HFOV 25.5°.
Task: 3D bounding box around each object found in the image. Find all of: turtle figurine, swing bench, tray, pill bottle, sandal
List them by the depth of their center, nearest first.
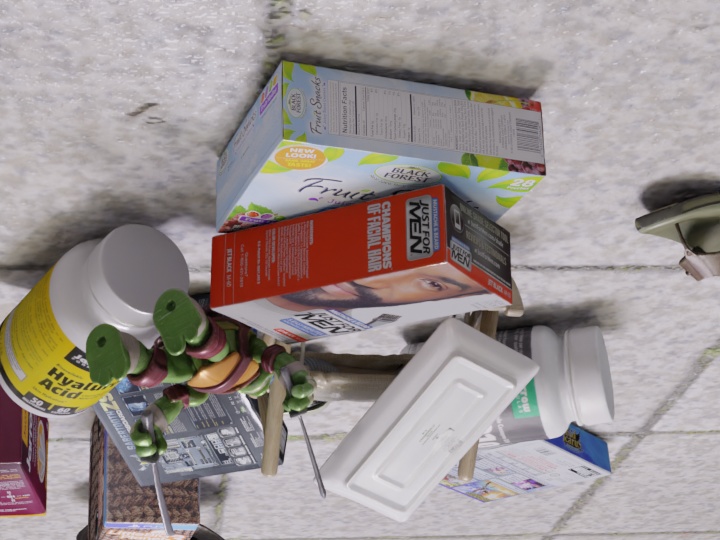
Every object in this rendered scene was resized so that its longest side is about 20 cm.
[{"bbox_3d":[-0.115,0.105,1.237,0.143,0.201,0.194,7,164,31],"label":"turtle figurine"},{"bbox_3d":[-0.226,0.041,1.346,0.111,0.112,0.200,12,147,-31],"label":"pill bottle"},{"bbox_3d":[0.308,-0.017,1.349,0.080,0.058,0.201,-21,151,36],"label":"sandal"},{"bbox_3d":[0.058,0.137,1.365,0.107,0.022,0.200,27,113,-28],"label":"tray"},{"bbox_3d":[0.016,0.069,1.402,0.198,0.130,0.201,4,121,-14],"label":"swing bench"},{"bbox_3d":[0.144,0.115,1.568,0.199,0.114,0.113,-10,156,14],"label":"pill bottle"}]

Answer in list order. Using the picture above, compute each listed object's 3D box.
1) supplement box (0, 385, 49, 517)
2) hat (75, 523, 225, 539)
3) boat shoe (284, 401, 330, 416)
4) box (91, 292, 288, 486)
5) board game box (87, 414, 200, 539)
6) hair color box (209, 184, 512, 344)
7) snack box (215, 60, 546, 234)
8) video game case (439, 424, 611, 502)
[{"bbox_3d":[-0.380,0.180,1.658,0.085,0.111,0.200,-2,157,-4],"label":"supplement box"},{"bbox_3d":[-0.263,0.320,2.042,0.200,0.081,0.201,0,148,0],"label":"hat"},{"bbox_3d":[-0.126,0.119,1.594,0.198,0.075,0.066,-1,153,-2],"label":"boat shoe"},{"bbox_3d":[-0.175,0.117,1.519,0.157,0.051,0.200,-11,129,16],"label":"box"},{"bbox_3d":[-0.235,0.221,1.708,0.096,0.160,0.200,3,155,-14],"label":"board game box"},{"bbox_3d":[0.000,0.000,1.180,0.199,0.064,0.111,-13,157,28],"label":"hair color box"},{"bbox_3d":[0.010,-0.075,1.165,0.199,0.068,0.169,5,157,-21],"label":"snack box"},{"bbox_3d":[0.176,0.222,1.905,0.181,0.046,0.200,-18,152,29],"label":"video game case"}]
